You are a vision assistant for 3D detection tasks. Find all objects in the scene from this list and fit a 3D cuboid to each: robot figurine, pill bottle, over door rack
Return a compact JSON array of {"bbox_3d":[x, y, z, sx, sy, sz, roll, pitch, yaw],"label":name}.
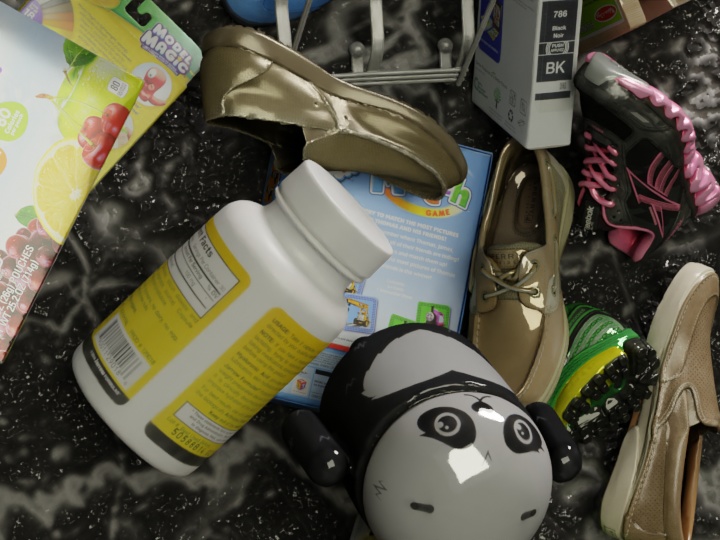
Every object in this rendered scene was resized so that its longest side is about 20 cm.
[{"bbox_3d":[0.044,0.107,1.380,0.150,0.200,0.125,-36,116,0],"label":"robot figurine"},{"bbox_3d":[-0.078,0.027,1.397,0.200,0.111,0.111,-42,99,9],"label":"pill bottle"},{"bbox_3d":[0.022,-0.181,1.444,0.147,0.200,0.067,-5,72,-18],"label":"over door rack"}]

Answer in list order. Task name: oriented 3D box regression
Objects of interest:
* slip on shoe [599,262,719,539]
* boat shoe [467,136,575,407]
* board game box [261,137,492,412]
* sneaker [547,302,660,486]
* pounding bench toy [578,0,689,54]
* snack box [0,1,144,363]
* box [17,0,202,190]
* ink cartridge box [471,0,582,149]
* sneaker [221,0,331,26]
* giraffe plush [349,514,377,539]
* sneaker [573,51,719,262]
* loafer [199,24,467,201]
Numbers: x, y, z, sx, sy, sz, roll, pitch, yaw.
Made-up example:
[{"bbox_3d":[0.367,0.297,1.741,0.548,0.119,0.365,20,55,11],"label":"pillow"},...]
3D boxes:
[{"bbox_3d":[0.225,0.096,1.536,0.060,0.076,0.201,15,80,27],"label":"slip on shoe"},{"bbox_3d":[0.104,0.004,1.490,0.072,0.065,0.201,-1,63,24],"label":"boat shoe"},{"bbox_3d":[0.000,0.000,1.500,0.150,0.037,0.201,14,82,-17],"label":"board game box"},{"bbox_3d":[0.109,0.104,1.515,0.200,0.085,0.078,-38,137,-6],"label":"sneaker"},{"bbox_3d":[0.214,-0.245,1.508,0.155,0.200,0.125,-24,92,-18],"label":"pounding bench toy"},{"bbox_3d":[-0.254,-0.066,1.361,0.168,0.068,0.201,29,76,-12],"label":"snack box"},{"bbox_3d":[-0.205,-0.106,1.438,0.117,0.048,0.200,44,76,-9],"label":"box"},{"bbox_3d":[0.114,-0.192,1.481,0.039,0.100,0.201,-7,117,-18],"label":"ink cartridge box"},{"bbox_3d":[-0.002,-0.226,1.501,0.199,0.078,0.066,-24,94,-17],"label":"sneaker"},{"bbox_3d":[0.005,0.266,1.434,0.200,0.172,0.163,-39,111,-52],"label":"giraffe plush"},{"bbox_3d":[0.181,-0.070,1.509,0.095,0.079,0.200,-45,142,-3],"label":"sneaker"},{"bbox_3d":[-0.023,-0.089,1.438,0.199,0.076,0.068,25,74,-17],"label":"loafer"}]
